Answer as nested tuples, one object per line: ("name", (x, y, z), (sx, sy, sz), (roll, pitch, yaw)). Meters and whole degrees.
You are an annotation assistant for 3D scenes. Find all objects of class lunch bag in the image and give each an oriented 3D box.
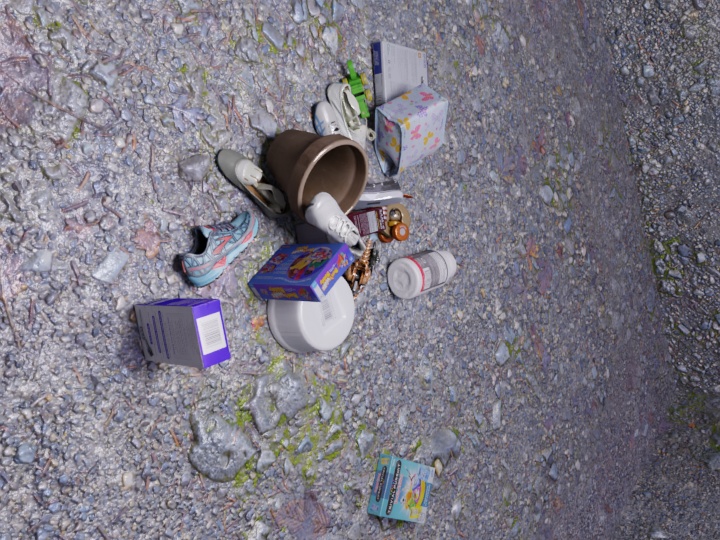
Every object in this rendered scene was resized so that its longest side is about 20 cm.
("lunch bag", (0.124, -0.355, 1.668), (0.169, 0.127, 0.201), (-34, 147, -23))

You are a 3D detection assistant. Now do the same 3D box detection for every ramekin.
("ramekin", (-0.104, 0.089, 1.456), (0.200, 0.097, 0.202), (1, 89, -48))

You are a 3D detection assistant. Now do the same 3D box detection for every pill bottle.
("pill bottle", (0.174, 0.004, 1.748), (0.199, 0.110, 0.112), (-17, 102, -46))

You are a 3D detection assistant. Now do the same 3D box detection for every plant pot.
("plant pot", (-0.110, -0.219, 1.378), (0.200, 0.174, 0.201), (-33, 143, -30))

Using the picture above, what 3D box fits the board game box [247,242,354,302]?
("board game box", (-0.128, 0.002, 1.357), (0.135, 0.199, 0.045), (-52, 126, -33))

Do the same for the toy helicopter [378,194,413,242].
("toy helicopter", (0.056, -0.169, 1.656), (0.200, 0.079, 0.133), (36, 70, -27))

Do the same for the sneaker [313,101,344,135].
("sneaker", (-0.056, -0.309, 1.535), (0.072, 0.072, 0.201), (-32, 111, -41))

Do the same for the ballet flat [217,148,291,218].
("ballet flat", (-0.217, -0.187, 1.363), (0.200, 0.063, 0.068), (47, 58, -36))

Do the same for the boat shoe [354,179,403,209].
("boat shoe", (0.009, -0.195, 1.575), (0.199, 0.070, 0.067), (-7, 76, -16))

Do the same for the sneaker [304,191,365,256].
("sneaker", (-0.045, -0.095, 1.335), (0.075, 0.087, 0.200), (-54, 147, -3))

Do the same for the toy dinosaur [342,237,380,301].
("toy dinosaur", (0.000, 0.000, 1.528), (0.102, 0.200, 0.136), (32, 43, -20))

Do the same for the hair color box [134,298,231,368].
("hair color box", (-0.320, 0.108, 1.147), (0.065, 0.199, 0.110), (-18, 102, -47))

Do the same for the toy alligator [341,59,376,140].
("toy alligator", (-0.001, -0.428, 1.613), (0.054, 0.059, 0.201), (-94, 167, -70))

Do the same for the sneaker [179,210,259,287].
("sneaker", (-0.281, -0.063, 1.282), (0.096, 0.079, 0.200), (55, 53, -29))

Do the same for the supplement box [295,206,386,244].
("supplement box", (-0.044, -0.103, 1.516), (0.199, 0.108, 0.061), (-19, 103, -46))

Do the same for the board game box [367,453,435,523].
("board game box", (0.113, 0.587, 1.719), (0.200, 0.047, 0.152), (29, 68, -43))

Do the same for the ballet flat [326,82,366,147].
("ballet flat", (-0.023, -0.366, 1.576), (0.069, 0.069, 0.201), (-40, 118, -40))

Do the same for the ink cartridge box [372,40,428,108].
("ink cartridge box", (0.112, -0.505, 1.741), (0.199, 0.043, 0.198), (-8, 96, -50))
